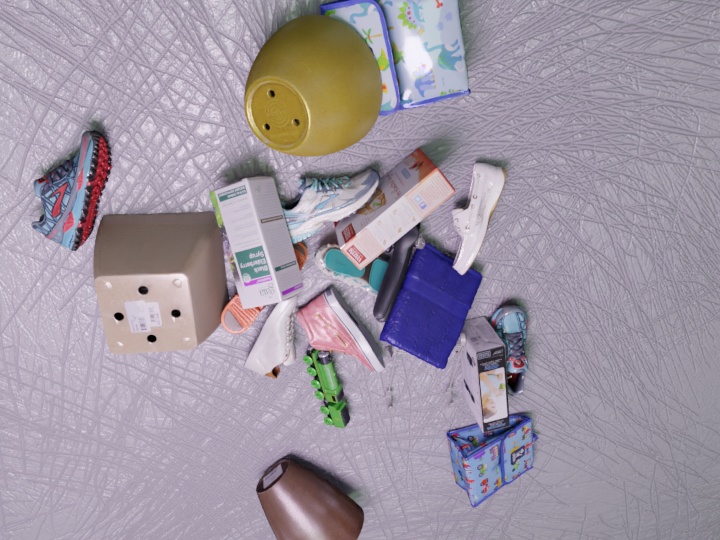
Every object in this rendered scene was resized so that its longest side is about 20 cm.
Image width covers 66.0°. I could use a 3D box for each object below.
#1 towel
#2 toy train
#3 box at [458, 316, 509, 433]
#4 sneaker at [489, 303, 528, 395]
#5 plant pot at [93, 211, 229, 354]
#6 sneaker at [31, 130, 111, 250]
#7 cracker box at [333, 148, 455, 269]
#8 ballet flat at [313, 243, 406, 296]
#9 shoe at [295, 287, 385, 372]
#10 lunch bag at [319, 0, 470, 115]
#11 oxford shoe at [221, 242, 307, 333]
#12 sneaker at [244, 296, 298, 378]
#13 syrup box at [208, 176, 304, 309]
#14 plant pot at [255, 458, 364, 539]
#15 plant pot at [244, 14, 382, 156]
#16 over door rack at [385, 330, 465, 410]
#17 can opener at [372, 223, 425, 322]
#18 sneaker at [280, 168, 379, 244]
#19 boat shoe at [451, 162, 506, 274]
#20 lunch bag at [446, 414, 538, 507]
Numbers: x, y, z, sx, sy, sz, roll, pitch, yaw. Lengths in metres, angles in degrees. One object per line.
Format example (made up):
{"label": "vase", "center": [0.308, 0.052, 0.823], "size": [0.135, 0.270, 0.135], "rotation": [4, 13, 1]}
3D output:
{"label": "towel", "center": [0.129, 0.065, 1.023], "size": [0.147, 0.050, 0.201], "rotation": [28, 77, -16]}
{"label": "toy train", "center": [-0.065, 0.236, 1.115], "size": [0.056, 0.042, 0.201], "rotation": [3, 121, 30]}
{"label": "box", "center": [0.247, 0.209, 1.117], "size": [0.060, 0.117, 0.201], "rotation": [-12, 115, -5]}
{"label": "sneaker", "center": [0.312, 0.163, 1.113], "size": [0.079, 0.096, 0.201], "rotation": [-9, 116, -4]}
{"label": "plant pot", "center": [-0.331, 0.030, 0.912], "size": [0.199, 0.177, 0.201], "rotation": [-3, 116, -8]}
{"label": "sneaker", "center": [-0.459, -0.130, 0.863], "size": [0.095, 0.079, 0.201], "rotation": [22, 108, -13]}
{"label": "cracker box", "center": [0.049, -0.106, 0.925], "size": [0.200, 0.134, 0.058], "rotation": [-40, 114, 11]}
{"label": "ballet flat", "center": [0.000, 0.000, 1.007], "size": [0.199, 0.072, 0.072], "rotation": [25, 110, -29]}
{"label": "shoe", "center": [-0.038, 0.132, 1.066], "size": [0.091, 0.072, 0.200], "rotation": [-32, 110, 9]}
{"label": "lunch bag", "center": [0.053, -0.334, 0.830], "size": [0.199, 0.128, 0.171], "rotation": [-9, 119, 10]}
{"label": "oxford shoe", "center": [-0.175, 0.025, 0.999], "size": [0.071, 0.073, 0.200], "rotation": [45, 85, -8]}
{"label": "sneaker", "center": [-0.143, 0.120, 1.035], "size": [0.084, 0.073, 0.200], "rotation": [28, 120, -1]}
{"label": "syrup box", "center": [-0.167, -0.045, 0.906], "size": [0.078, 0.081, 0.201], "rotation": [-12, 95, 26]}
{"label": "plant pot", "center": [-0.126, 0.508, 1.185], "size": [0.187, 0.187, 0.200], "rotation": [-37, 101, 10]}
{"label": "plant pot", "center": [-0.085, -0.243, 0.790], "size": [0.199, 0.142, 0.201], "rotation": [12, 127, 17]}
{"label": "over door rack", "center": [0.125, 0.195, 1.124], "size": [0.147, 0.067, 0.201], "rotation": [-2, 127, -6]}
{"label": "can opener", "center": [0.062, -0.005, 0.983], "size": [0.078, 0.063, 0.201], "rotation": [10, 81, 24]}
{"label": "sneaker", "center": [-0.062, -0.123, 0.934], "size": [0.199, 0.078, 0.087], "rotation": [-30, 113, 6]}
{"label": "boat shoe", "center": [0.194, -0.094, 0.990], "size": [0.069, 0.071, 0.201], "rotation": [18, 97, -1]}
{"label": "lunch bag", "center": [0.310, 0.412, 1.250], "size": [0.199, 0.094, 0.151], "rotation": [-20, 116, -12]}
